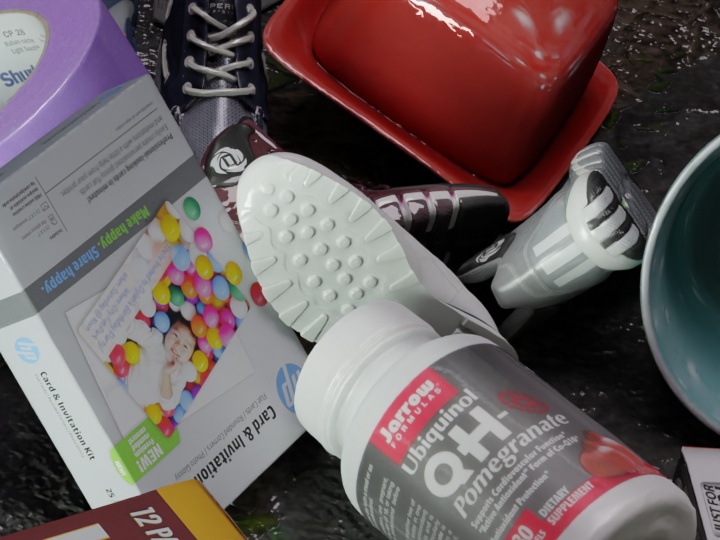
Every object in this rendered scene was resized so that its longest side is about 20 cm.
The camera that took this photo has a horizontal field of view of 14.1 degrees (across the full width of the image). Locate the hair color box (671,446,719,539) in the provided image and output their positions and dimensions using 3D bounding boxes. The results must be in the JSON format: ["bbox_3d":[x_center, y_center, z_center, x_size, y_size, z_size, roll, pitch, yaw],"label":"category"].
[{"bbox_3d":[0.260,0.147,1.474,0.199,0.061,0.102,5,36,-9],"label":"hair color box"}]

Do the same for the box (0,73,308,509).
[{"bbox_3d":[-0.111,0.024,1.461,0.041,0.201,0.156,-18,16,39],"label":"box"}]

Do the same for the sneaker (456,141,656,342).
[{"bbox_3d":[0.105,-0.011,1.648,0.075,0.115,0.200,57,12,3],"label":"sneaker"}]

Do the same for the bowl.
[{"bbox_3d":[0.243,-0.008,1.597,0.200,0.202,0.105,5,16,-6],"label":"bowl"}]

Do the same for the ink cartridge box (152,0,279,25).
[{"bbox_3d":[-0.052,-0.264,1.845,0.045,0.201,0.176,29,40,28],"label":"ink cartridge box"}]

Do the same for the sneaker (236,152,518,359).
[{"bbox_3d":[0.000,0.000,1.544,0.076,0.200,0.081,-37,35,12],"label":"sneaker"}]

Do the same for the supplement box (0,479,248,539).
[{"bbox_3d":[-0.125,0.220,1.162,0.197,0.201,0.133,-15,42,-30],"label":"supplement box"}]

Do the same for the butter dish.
[{"bbox_3d":[0.075,-0.162,1.754,0.199,0.148,0.200,36,39,3],"label":"butter dish"}]

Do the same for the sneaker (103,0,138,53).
[{"bbox_3d":[-0.147,-0.097,1.709,0.082,0.070,0.200,11,44,7],"label":"sneaker"}]

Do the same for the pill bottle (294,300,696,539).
[{"bbox_3d":[0.061,0.101,1.448,0.110,0.111,0.200,-22,46,-37],"label":"pill bottle"}]

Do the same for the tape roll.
[{"bbox_3d":[-0.210,-0.072,1.573,0.199,0.066,0.200,-23,32,15],"label":"tape roll"}]

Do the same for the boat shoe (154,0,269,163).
[{"bbox_3d":[-0.089,-0.118,1.727,0.074,0.093,0.200,1,36,-12],"label":"boat shoe"}]

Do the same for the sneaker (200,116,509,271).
[{"bbox_3d":[-0.020,-0.046,1.640,0.199,0.076,0.116,-12,58,-28],"label":"sneaker"}]
